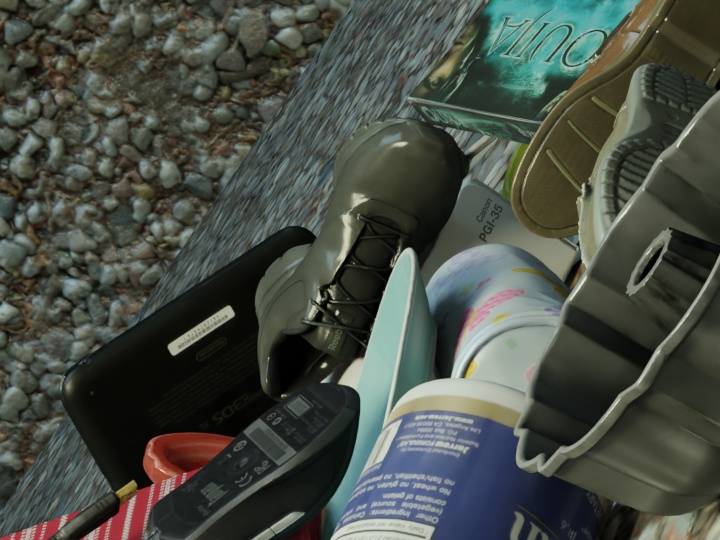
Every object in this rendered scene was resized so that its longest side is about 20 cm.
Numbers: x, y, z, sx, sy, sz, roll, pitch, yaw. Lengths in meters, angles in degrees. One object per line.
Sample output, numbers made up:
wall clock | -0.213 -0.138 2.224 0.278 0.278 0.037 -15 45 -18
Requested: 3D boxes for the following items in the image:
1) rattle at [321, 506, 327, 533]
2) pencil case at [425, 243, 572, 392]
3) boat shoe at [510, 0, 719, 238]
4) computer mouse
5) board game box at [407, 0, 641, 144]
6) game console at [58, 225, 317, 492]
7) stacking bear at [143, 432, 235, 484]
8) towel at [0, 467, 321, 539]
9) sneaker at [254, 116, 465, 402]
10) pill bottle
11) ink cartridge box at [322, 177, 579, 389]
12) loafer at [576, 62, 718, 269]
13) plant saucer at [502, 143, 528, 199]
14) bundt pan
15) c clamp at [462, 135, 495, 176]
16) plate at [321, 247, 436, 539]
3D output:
rattle | -0.089 0.198 1.593 0.200 0.142 0.131 -55 -8 -45
pencil case | 0.076 0.044 1.467 0.091 0.083 0.200 -51 10 5
boat shoe | 0.158 -0.099 1.591 0.200 0.072 0.068 -48 5 4
computer mouse | -0.084 0.130 1.494 0.200 0.046 0.140 -40 22 -13
board game box | 0.123 -0.136 1.743 0.135 0.028 0.200 -49 26 -13
game console | -0.095 0.085 1.896 0.199 0.177 0.116 -34 18 -16
stacking bear | -0.102 0.216 1.816 0.113 0.121 0.201 -5 -51 -46
towel | -0.113 0.154 1.567 0.199 0.023 0.145 -19 19 7
sneaker | 0.000 0.000 1.592 0.091 0.075 0.200 -82 18 -48
pill bottle | 0.030 0.156 1.244 0.111 0.111 0.201 -45 16 56
ink cartridge box | 0.032 0.055 1.687 0.147 0.082 0.200 -62 9 -28
loafer | 0.146 -0.032 1.423 0.200 0.075 0.070 -63 -3 -60
plant saucer | 0.143 -0.103 1.796 0.201 0.031 0.200 -56 8 12
bundt pan | 0.149 0.015 1.175 0.203 0.075 0.202 -57 8 12
c clamp | 0.030 -0.042 1.793 0.171 0.027 0.200 -44 0 20
plate | 0.011 0.088 1.467 0.200 0.025 0.202 -166 90 -85
